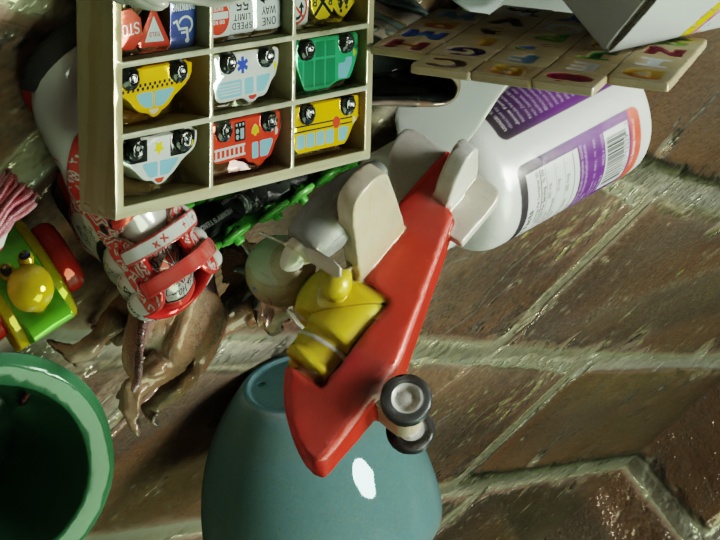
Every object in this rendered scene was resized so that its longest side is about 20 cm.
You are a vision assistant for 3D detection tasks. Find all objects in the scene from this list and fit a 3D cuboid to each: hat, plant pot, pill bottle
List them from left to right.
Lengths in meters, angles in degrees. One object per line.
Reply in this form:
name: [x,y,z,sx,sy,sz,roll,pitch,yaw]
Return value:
hat: [-0.256,0.094,1.231,0.164,0.176,0.202,-17,125,-16]
plant pot: [-0.040,0.147,1.549,0.199,0.199,0.136,-28,123,-31]
pill bottle: [0.099,-0.082,1.351,0.199,0.112,0.112,-28,159,-30]

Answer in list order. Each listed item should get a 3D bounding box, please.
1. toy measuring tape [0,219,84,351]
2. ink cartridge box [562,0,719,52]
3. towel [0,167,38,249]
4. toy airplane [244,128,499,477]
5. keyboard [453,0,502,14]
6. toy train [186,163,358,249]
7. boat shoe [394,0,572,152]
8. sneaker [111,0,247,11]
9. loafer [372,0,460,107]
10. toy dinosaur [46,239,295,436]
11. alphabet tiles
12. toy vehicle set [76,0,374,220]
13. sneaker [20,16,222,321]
toy measuring tape: [-0.198,0.008,1.101,0.073,0.074,0.200,-35,-176,-13]
ink cartridge box: [0.190,-0.235,1.112,0.199,0.146,0.145,-17,153,-48]
towel: [-0.227,0.054,0.969,0.200,0.023,0.145,-55,-175,48]
toy airplane: [0.000,0.000,1.182,0.199,0.140,0.202,-56,159,-62]
keyboard: [0.050,-0.193,1.118,0.056,0.011,0.200,-42,154,14]
toy train: [-0.066,-0.044,1.189,0.056,0.042,0.200,-35,-179,40]
boat shoe: [0.092,-0.159,1.244,0.200,0.071,0.064,-47,-174,8]
sneaker: [-0.054,-0.156,0.882,0.199,0.092,0.076,-27,138,-38]
loafer: [-0.004,-0.125,1.124,0.072,0.063,0.199,-50,159,28]
toy dinosaur: [-0.110,0.024,1.203,0.135,0.086,0.200,-42,174,7]
alphabet tiles: [0.104,-0.127,1.089,0.200,0.165,0.006,-42,139,-65]
toy vehicle set: [-0.065,-0.106,0.995,0.199,0.026,0.126,-18,113,-49]
sneaker: [-0.118,-0.046,1.016,0.067,0.108,0.202,-33,161,-17]
